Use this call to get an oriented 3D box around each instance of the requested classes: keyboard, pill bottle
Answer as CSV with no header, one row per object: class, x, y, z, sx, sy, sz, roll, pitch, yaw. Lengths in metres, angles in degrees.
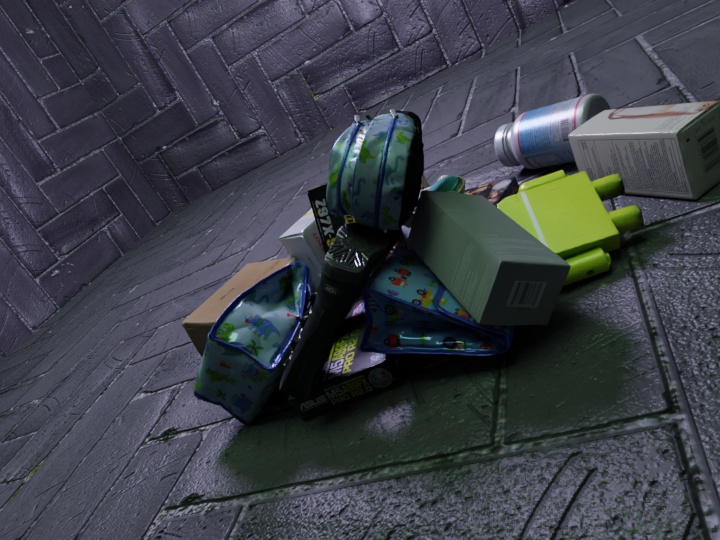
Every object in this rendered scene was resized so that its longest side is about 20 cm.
keyboard,-0.009,0.008,0.852,0.201,0.039,0.104,-56,9,9
pill bottle,0.351,-0.248,1.076,0.199,0.109,0.109,-1,36,52

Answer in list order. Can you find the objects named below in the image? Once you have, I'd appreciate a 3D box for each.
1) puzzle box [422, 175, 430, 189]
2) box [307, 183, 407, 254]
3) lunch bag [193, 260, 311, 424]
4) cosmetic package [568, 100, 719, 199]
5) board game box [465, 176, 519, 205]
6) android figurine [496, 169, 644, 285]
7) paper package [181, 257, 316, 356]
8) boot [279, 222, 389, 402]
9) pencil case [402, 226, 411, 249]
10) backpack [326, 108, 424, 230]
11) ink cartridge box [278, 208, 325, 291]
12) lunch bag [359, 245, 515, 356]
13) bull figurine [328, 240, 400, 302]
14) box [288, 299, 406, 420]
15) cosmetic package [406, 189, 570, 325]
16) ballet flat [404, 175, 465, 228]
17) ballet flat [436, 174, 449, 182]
puzzle box,0.052,-0.149,1.232,0.198,0.134,0.025,-21,22,26
box,-0.002,-0.066,1.025,0.159,0.202,0.049,-10,9,46
lunch bag,-0.147,0.101,0.882,0.171,0.127,0.201,-60,2,43
cosmetic package,0.410,-0.173,0.838,0.087,0.104,0.200,-34,23,-13
board game box,0.185,-0.105,1.088,0.199,0.035,0.136,-11,30,43
android figurine,0.262,-0.061,0.783,0.198,0.041,0.183,-21,48,12
paper package,-0.211,0.078,1.130,0.189,0.104,0.200,-5,32,46
boot,-0.035,0.051,0.765,0.065,0.202,0.165,25,28,11
pencil case,0.057,-0.063,1.066,0.199,0.083,0.091,-13,50,44
backpack,0.026,-0.128,0.779,0.152,0.165,0.200,9,23,-11
ink cartridge box,-0.045,-0.067,1.163,0.083,0.146,0.200,-7,31,48
lunch bag,0.116,0.049,0.747,0.198,0.095,0.151,9,25,17
bull figurine,0.000,0.000,0.961,0.199,0.123,0.065,-28,-8,37
box,-0.010,0.114,0.855,0.159,0.045,0.201,-23,22,19
cosmetic package,0.148,-0.022,0.721,0.106,0.091,0.200,3,26,-23
ballet flat,0.110,-0.096,0.887,0.069,0.070,0.199,-40,15,-21
ballet flat,0.120,-0.071,0.952,0.067,0.056,0.202,118,166,-68
